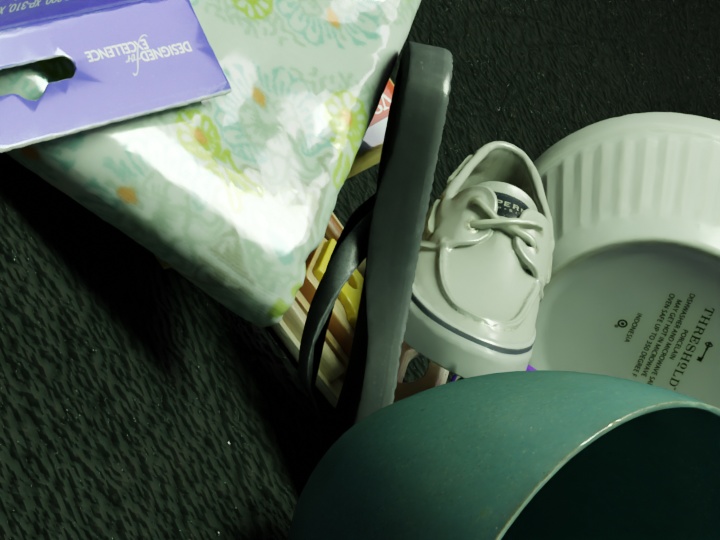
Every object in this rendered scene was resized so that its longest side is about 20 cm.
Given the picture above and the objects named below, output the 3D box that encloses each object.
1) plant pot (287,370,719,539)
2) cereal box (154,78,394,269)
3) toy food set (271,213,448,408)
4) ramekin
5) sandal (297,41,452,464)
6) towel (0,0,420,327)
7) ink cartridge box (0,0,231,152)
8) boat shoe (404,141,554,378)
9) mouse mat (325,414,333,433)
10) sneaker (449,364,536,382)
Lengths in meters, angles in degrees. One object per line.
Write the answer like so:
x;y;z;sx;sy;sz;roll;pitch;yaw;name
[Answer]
0.048;0.121;0.995;0.134;0.201;0.200;26;-6;41;plant pot
-0.081;-0.114;1.115;0.143;0.039;0.201;-27;83;-39;cereal box
-0.019;-0.029;1.216;0.201;0.060;0.144;53;18;-12;toy food set
0.171;0.019;1.434;0.203;0.201;0.095;50;31;-22;ramekin
0.000;-0.001;1.099;0.042;0.202;0.076;10;7;-5;sandal
-0.069;-0.098;1.057;0.171;0.048;0.201;33;52;-14;towel
-0.153;-0.143;0.960;0.197;0.043;0.201;-20;78;-44;ink cartridge box
0.060;-0.009;1.192;0.072;0.066;0.200;25;20;0;boat shoe
0.043;0.171;1.141;0.161;0.008;0.201;43;24;-38;mouse mat
0.068;0.079;1.193;0.201;0.069;0.100;-99;169;-60;sneaker
